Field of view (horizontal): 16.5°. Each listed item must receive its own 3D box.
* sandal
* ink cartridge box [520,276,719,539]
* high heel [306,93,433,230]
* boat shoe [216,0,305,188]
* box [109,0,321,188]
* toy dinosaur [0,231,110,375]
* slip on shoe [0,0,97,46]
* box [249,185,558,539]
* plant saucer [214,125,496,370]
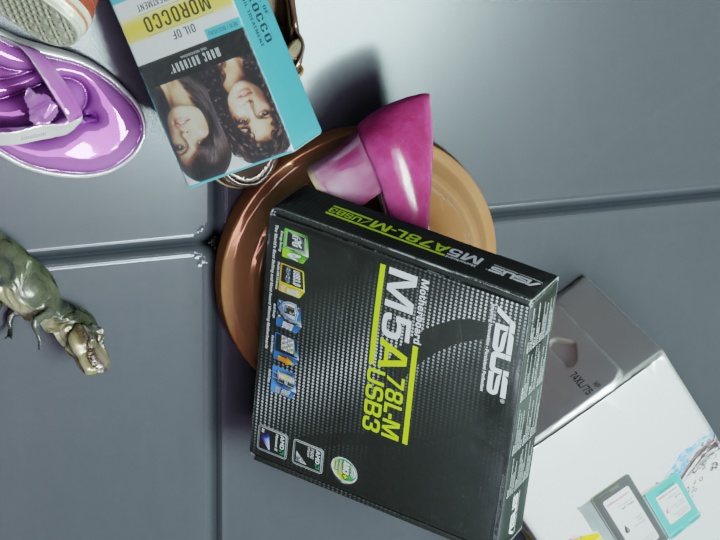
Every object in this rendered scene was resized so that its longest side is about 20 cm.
[{"bbox_3d":[-0.225,-0.112,1.567,0.202,0.050,0.083,27,101,-26],"label":"sandal"},{"bbox_3d":[0.172,0.140,1.752,0.146,0.147,0.200,-35,117,-2],"label":"ink cartridge box"},{"bbox_3d":[0.055,-0.021,1.658,0.096,0.067,0.200,-34,105,8],"label":"high heel"},{"bbox_3d":[-0.071,-0.142,1.595,0.072,0.072,0.201,-1,111,-18],"label":"boat shoe"},{"bbox_3d":[-0.103,-0.159,1.541,0.082,0.049,0.200,-18,100,25],"label":"box"},{"bbox_3d":[-0.246,0.007,1.611,0.088,0.047,0.200,-44,118,-15],"label":"toy dinosaur"},{"bbox_3d":[-0.238,-0.219,1.518,0.200,0.074,0.061,38,61,-22],"label":"slip on shoe"},{"bbox_3d":[0.025,0.066,1.620,0.047,0.193,0.201,-36,141,-49],"label":"box"},{"bbox_3d":[0.000,0.000,1.701,0.200,0.032,0.201,-6,113,-16],"label":"plant saucer"}]
